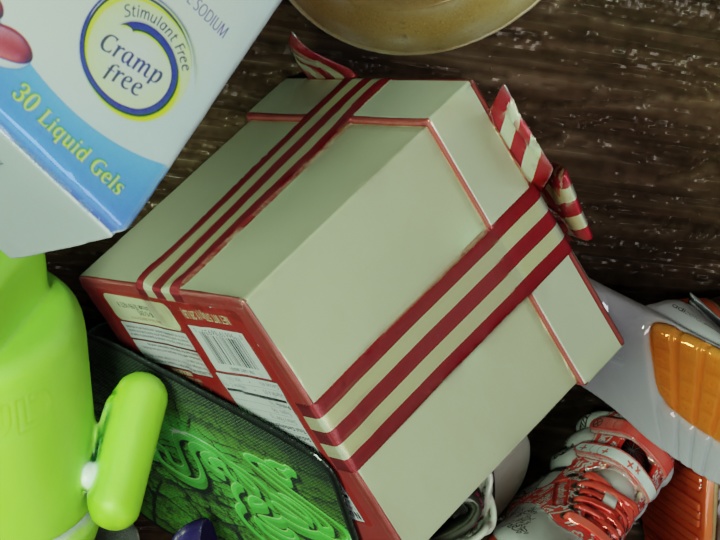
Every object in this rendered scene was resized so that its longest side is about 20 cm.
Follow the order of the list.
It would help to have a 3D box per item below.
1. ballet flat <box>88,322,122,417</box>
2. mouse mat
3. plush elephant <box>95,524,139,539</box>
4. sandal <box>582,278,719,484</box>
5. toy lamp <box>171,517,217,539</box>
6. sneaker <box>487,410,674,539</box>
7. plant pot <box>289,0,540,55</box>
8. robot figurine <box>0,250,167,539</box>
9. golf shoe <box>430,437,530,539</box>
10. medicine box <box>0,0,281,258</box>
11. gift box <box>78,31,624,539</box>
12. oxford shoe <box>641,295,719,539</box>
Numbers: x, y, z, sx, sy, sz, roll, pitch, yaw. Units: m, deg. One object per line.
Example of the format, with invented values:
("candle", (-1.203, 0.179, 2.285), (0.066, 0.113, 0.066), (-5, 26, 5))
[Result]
("ballet flat", (-0.065, 0.092, 1.340), (0.200, 0.068, 0.068), (36, 98, -34))
("mouse mat", (-0.069, 0.107, 1.261), (0.008, 0.199, 0.162), (-45, 139, -27))
("plush elephant", (-0.130, 0.258, 1.347), (0.164, 0.200, 0.155), (-38, 143, -12))
("sandal", (0.160, 0.039, 1.392), (0.206, 0.059, 0.079), (33, 129, 3))
("toy lamp", (-0.172, 0.163, 1.294), (0.198, 0.058, 0.059), (-6, 121, 10))
("sneaker", (0.123, 0.128, 1.384), (0.067, 0.201, 0.108), (40, 89, 1))
("plant pot", (0.033, -0.206, 1.262), (0.198, 0.027, 0.202), (-11, 119, -20))
("robot figurine", (-0.183, 0.074, 1.210), (0.174, 0.116, 0.201), (8, 123, 16))
("golf shoe", (0.046, 0.125, 1.358), (0.199, 0.088, 0.078), (-25, 106, -50))
("medicine box", (-0.133, -0.141, 1.044), (0.182, 0.103, 0.201), (44, 63, -24))
("gift box", (0.000, 0.000, 1.227), (0.187, 0.184, 0.201), (-43, 121, -25))
("oxford shoe", (0.211, 0.109, 1.478), (0.072, 0.071, 0.202), (-9, 118, -26))
